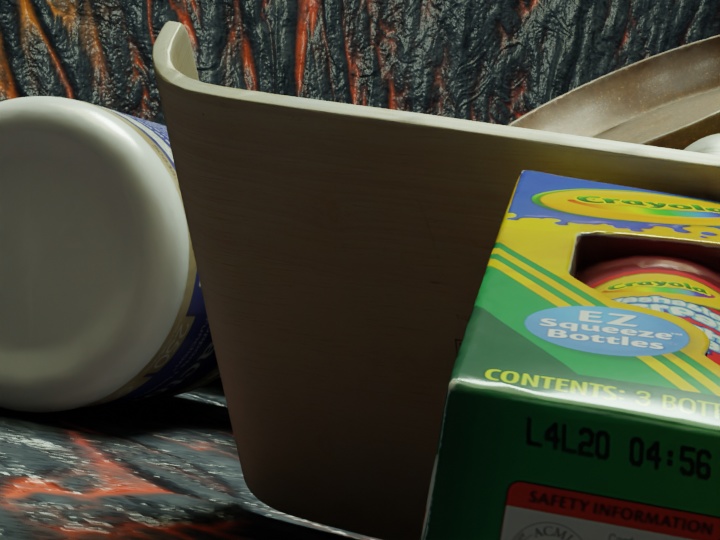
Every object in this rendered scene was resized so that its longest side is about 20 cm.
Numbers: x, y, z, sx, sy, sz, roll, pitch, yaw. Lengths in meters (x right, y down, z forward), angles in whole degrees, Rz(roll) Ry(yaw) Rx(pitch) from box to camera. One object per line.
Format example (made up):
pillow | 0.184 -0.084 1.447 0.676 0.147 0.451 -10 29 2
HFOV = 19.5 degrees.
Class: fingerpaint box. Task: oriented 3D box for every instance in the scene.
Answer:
fingerpaint box | 0.116 0.044 0.404 0.199 0.074 0.167 10 15 7

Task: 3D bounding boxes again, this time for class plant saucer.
plant saucer | 0.152 -0.075 1.086 0.199 0.035 0.200 -22 14 6

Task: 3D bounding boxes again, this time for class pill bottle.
pill bottle | -0.097 -0.004 0.846 0.115 0.117 0.200 10 2 13

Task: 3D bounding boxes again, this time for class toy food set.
toy food set | 0.043 0.008 0.564 0.199 0.144 0.060 10 39 25
